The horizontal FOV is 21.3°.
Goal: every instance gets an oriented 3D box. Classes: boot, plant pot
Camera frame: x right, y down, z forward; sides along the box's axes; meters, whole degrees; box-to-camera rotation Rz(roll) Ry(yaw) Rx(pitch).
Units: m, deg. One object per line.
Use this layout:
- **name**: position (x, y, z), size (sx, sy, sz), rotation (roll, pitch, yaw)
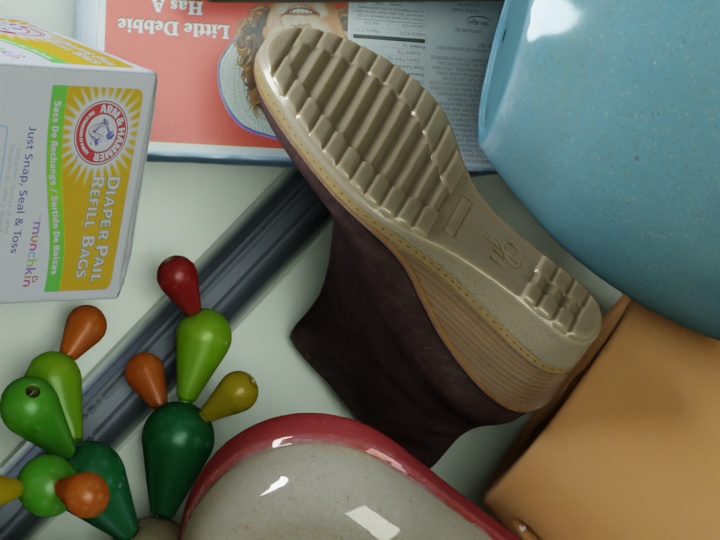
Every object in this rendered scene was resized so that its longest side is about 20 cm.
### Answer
- **boot**: position (0.000, 0.000, 0.867), size (0.200, 0.166, 0.072), rotation (45, 53, -4)
- **plant pot**: position (0.125, -0.081, 0.815), size (0.133, 0.200, 0.202), rotation (14, 87, -5)
- **plant pot**: position (0.152, 0.095, 0.908), size (0.140, 0.200, 0.201), rotation (36, 80, 2)

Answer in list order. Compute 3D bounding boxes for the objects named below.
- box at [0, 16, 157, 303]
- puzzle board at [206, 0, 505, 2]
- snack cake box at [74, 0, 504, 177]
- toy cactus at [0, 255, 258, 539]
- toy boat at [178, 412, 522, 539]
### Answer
- **box**: position (-0.198, -0.049, 0.785), size (0.199, 0.112, 0.102), rotation (-2, 109, -43)
- **puzzle board**: position (0.009, -0.185, 0.892), size (0.198, 0.017, 0.152), rotation (-3, 55, -20)
- **snack cake box**: position (-0.033, -0.105, 0.905), size (0.198, 0.067, 0.116), rotation (2, 91, -17)
- **toy cactus**: position (-0.103, 0.107, 0.869), size (0.166, 0.102, 0.201), rotation (61, 43, -31)
- **toy boat**: position (0.009, 0.136, 0.868), size (0.200, 0.131, 0.130), rotation (39, 110, -23)
